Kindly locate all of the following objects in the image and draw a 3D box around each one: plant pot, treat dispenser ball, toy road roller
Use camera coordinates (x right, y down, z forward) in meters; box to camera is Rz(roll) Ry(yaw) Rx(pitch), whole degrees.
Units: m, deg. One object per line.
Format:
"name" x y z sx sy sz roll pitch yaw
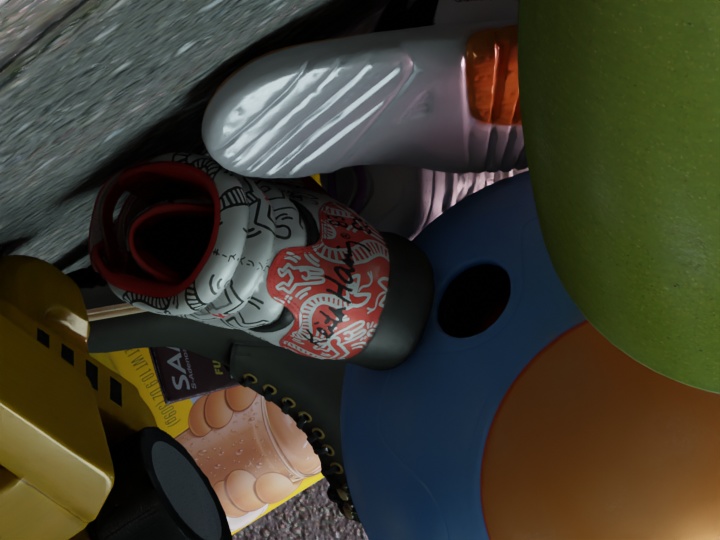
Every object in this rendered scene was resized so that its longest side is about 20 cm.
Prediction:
"plant pot" 0.125 -0.084 0.955 0.187 0.188 0.200 -33 149 -1
"treat dispenser ball" 0.092 0.059 1.144 0.200 0.202 0.201 -33 178 -2
"toy road roller" -0.151 0.055 1.052 0.123 0.147 0.200 -34 140 15

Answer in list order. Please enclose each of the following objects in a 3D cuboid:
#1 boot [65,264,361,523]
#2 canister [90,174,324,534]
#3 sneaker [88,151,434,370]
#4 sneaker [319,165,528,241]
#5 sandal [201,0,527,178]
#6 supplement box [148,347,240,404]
"boot" -0.034 0.056 1.279 0.198 0.139 0.077 -5 -166 1
"canister" -0.033 0.033 1.489 0.199 0.149 0.087 -31 177 -16
"sneaker" -0.064 -0.017 1.127 0.201 0.107 0.068 24 -86 58
"sneaker" 0.034 -0.053 1.228 0.099 0.075 0.200 3 -170 6
"sandal" 0.018 -0.081 1.086 0.206 0.059 0.079 -4 140 -42
"supplement box" 0.000 0.000 1.361 0.199 0.061 0.109 -14 -169 3
